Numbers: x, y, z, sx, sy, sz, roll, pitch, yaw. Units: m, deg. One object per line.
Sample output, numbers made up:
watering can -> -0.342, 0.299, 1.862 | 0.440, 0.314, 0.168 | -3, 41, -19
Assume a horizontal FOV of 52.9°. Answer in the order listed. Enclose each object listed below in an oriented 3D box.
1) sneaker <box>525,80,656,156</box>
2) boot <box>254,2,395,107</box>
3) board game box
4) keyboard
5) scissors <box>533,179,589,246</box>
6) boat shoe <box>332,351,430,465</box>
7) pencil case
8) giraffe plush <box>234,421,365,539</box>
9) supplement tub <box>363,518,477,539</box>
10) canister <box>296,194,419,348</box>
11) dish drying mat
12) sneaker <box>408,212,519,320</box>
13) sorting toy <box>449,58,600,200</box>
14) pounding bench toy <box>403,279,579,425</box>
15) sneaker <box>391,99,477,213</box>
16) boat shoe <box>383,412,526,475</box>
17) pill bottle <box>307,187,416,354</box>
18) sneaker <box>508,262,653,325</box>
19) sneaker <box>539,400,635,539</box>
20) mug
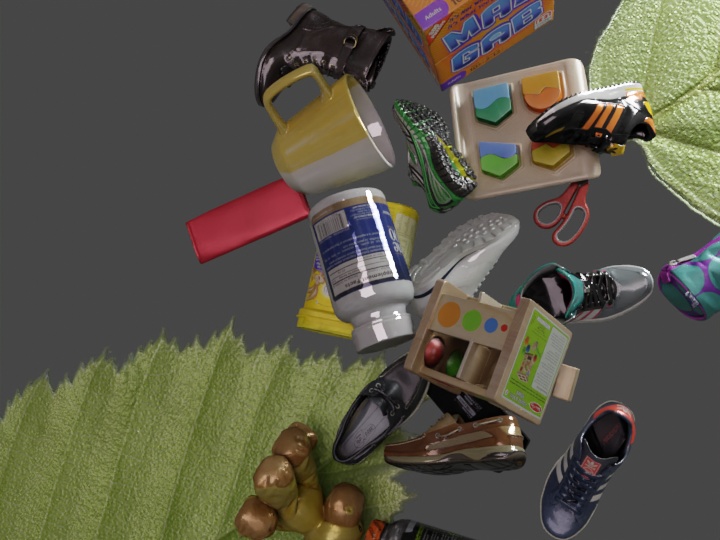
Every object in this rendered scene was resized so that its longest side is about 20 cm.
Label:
sneaker -> 0.323, -0.194, 0.987 | 0.199, 0.070, 0.090 | -19, 79, -22
boot -> -0.057, -0.320, 1.132 | 0.174, 0.069, 0.201 | 28, 86, 17
board game box -> 0.138, -0.425, 1.034 | 0.199, 0.200, 0.201 | -32, 75, 7
keyboard -> 0.165, 0.178, 1.025 | 0.200, 0.040, 0.104 | 49, 117, 15
scissors -> 0.325, -0.128, 1.040 | 0.073, 0.014, 0.200 | 36, 89, 19
boat shoe -> 0.025, 0.196, 1.024 | 0.199, 0.066, 0.075 | -46, 72, 8
pencil case -> 0.491, -0.024, 0.944 | 0.200, 0.085, 0.093 | -40, 101, 4
giraffe plush -> -0.065, 0.327, 0.978 | 0.161, 0.173, 0.201 | 25, 122, 9
supplement tub -> 0.099, 0.403, 0.950 | 0.199, 0.123, 0.123 | 13, 84, 16
canister -> 0.000, 0.000, 1.059 | 0.148, 0.087, 0.201 | 10, 82, 14
dish drying mat -> -0.178, -0.082, 1.150 | 0.199, 0.018, 0.077 | -23, 77, 8
sneaker -> 0.151, -0.006, 1.036 | 0.200, 0.076, 0.081 | -36, 116, -8
sorting toy -> 0.236, -0.208, 1.054 | 0.199, 0.036, 0.186 | -8, 77, 14
pounding bench toy -> 0.176, 0.113, 0.941 | 0.155, 0.200, 0.125 | 14, 77, 44
sneaker -> 0.090, -0.173, 1.069 | 0.085, 0.078, 0.201 | -47, 54, 39
boat shoe -> 0.130, 0.237, 0.993 | 0.199, 0.076, 0.074 | -10, 61, 25
pill bottle -> 0.007, 0.002, 0.955 | 0.110, 0.111, 0.201 | -19, 75, 10
sneaker -> 0.294, 0.028, 0.964 | 0.199, 0.121, 0.084 | -15, 77, 10
sneaker -> 0.295, 0.261, 0.945 | 0.075, 0.084, 0.201 | 26, 88, 16
mug -> -0.056, -0.204, 1.074 | 0.153, 0.149, 0.187 | -25, 101, 17
